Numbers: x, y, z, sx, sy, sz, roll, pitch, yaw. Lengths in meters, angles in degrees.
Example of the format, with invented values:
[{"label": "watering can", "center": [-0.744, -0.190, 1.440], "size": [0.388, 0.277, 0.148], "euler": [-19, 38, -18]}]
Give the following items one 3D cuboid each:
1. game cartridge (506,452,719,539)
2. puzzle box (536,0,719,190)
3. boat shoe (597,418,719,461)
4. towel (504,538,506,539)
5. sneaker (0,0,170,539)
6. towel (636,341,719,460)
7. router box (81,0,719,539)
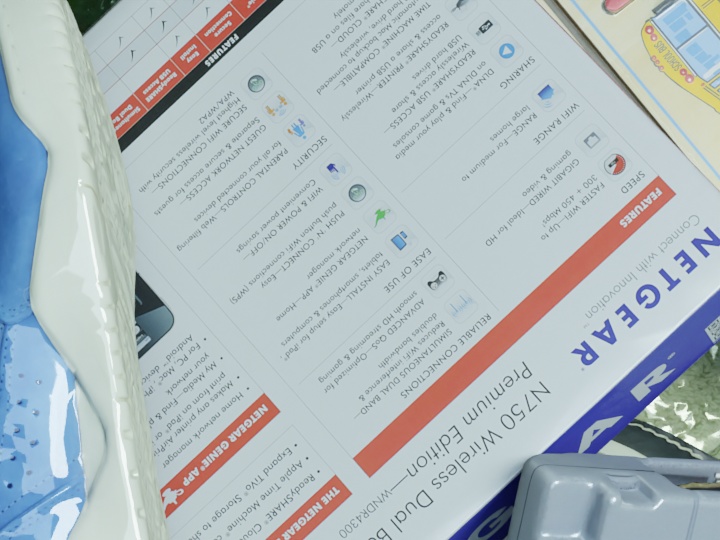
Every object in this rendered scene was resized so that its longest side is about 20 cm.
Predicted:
[{"label": "game cartridge", "center": [0.119, 0.120, 0.776], "size": [0.200, 0.041, 0.133], "euler": [6, 100, -26]}, {"label": "puzzle box", "center": [0.125, -0.080, 0.827], "size": [0.133, 0.025, 0.200], "euler": [-38, 81, -8]}, {"label": "boat shoe", "center": [0.134, 0.096, 0.861], "size": [0.199, 0.074, 0.066], "euler": [37, 54, -14]}, {"label": "towel", "center": [0.003, 0.134, 0.831], "size": [0.149, 0.031, 0.200], "euler": [-14, 64, -13]}, {"label": "sneaker", "center": [-0.113, 0.024, 0.737], "size": [0.111, 0.077, 0.200], "euler": [-9, 84, 3]}, {"label": "towel", "center": [0.118, -0.031, 0.895], "size": [0.200, 0.036, 0.148], "euler": [-37, 90, -8]}, {"label": "router box", "center": [-0.017, 0.002, 0.785], "size": [0.200, 0.049, 0.180], "euler": [-42, 72, 2]}]
